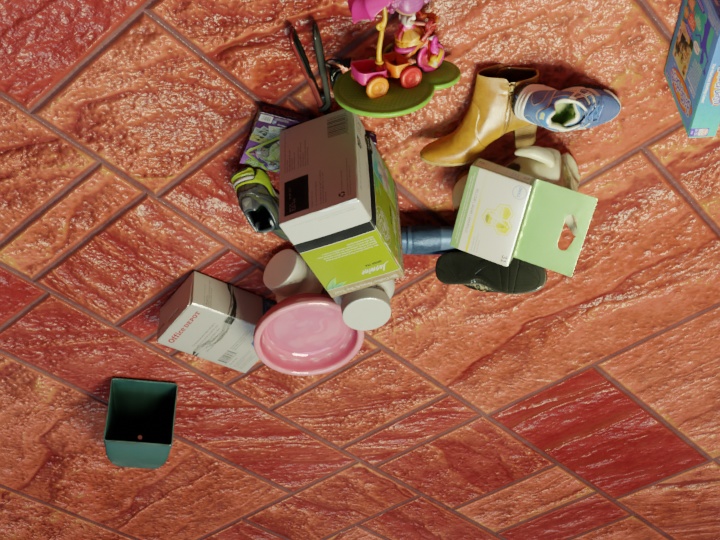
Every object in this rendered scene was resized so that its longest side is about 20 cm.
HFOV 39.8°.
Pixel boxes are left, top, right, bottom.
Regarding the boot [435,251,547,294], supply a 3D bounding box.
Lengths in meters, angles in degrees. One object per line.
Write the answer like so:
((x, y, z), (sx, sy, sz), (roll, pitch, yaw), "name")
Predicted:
((0.250, 0.003, 1.727), (0.202, 0.074, 0.153), (5, 179, 33), "boot")

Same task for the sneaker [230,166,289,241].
((-0.157, -0.091, 1.681), (0.073, 0.082, 0.200), (-18, 149, 20), "sneaker")

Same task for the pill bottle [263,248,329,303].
((-0.086, 0.047, 1.835), (0.110, 0.112, 0.200), (-27, 135, 25), "pill bottle")

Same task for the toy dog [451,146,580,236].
((0.248, -0.119, 1.637), (0.198, 0.141, 0.194), (-12, 157, 26), "toy dog")

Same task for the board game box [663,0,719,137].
((0.491, -0.316, 1.420), (0.044, 0.153, 0.201), (-3, 140, -1), "board game box")

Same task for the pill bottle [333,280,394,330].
((0.000, 0.000, 1.712), (0.111, 0.201, 0.113), (-4, 137, -4), "pill bottle")

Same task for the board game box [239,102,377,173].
((-0.086, -0.198, 1.614), (0.198, 0.033, 0.120), (13, 134, -18), "board game box")

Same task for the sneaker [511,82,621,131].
((0.326, -0.240, 1.520), (0.198, 0.077, 0.076), (-7, 124, -30), "sneaker")

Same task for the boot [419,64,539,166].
((0.183, -0.247, 1.553), (0.199, 0.071, 0.145), (-11, 134, 2), "boot")

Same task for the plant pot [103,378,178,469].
((-0.474, 0.346, 2.144), (0.140, 0.143, 0.201), (6, 146, -10), "plant pot")

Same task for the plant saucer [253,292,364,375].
((-0.094, 0.109, 1.780), (0.198, 0.051, 0.202), (-6, 135, -5), "plant saucer")

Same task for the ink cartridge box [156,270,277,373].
((-0.270, 0.101, 1.906), (0.199, 0.085, 0.145), (23, 132, -29), "ink cartridge box")

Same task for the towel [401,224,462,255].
((0.160, -0.055, 1.751), (0.198, 0.049, 0.112), (1, 175, -1), "towel")

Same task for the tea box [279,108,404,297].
((-0.029, -0.104, 1.553), (0.132, 0.202, 0.197), (-16, 140, 15), "tea box")

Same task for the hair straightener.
((-0.045, -0.290, 1.498), (0.076, 0.041, 0.201), (-11, 139, 9), "hair straightener")

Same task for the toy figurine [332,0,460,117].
((0.054, -0.340, 1.399), (0.198, 0.150, 0.185), (-18, 132, -18), "toy figurine")

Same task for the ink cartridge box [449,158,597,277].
((0.253, -0.076, 1.563), (0.198, 0.048, 0.147), (21, 119, 15), "ink cartridge box")
